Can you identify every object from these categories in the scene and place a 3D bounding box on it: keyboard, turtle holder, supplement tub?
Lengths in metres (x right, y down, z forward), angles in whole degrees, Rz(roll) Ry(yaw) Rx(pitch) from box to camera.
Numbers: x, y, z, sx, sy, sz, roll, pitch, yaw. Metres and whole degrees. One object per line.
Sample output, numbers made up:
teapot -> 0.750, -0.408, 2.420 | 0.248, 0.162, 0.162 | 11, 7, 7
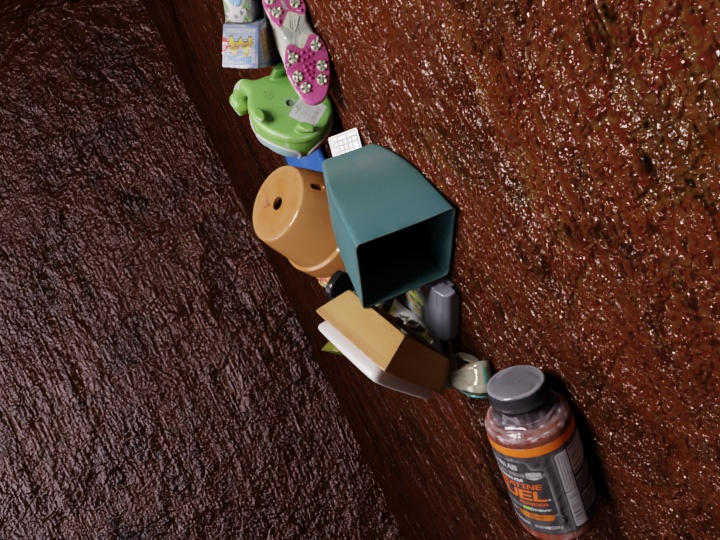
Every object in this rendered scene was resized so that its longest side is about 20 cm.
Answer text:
keyboard -> -0.005, -0.133, 0.868 | 0.056, 0.011, 0.202 | -13, 93, 32
turtle holder -> -0.142, -0.270, 0.920 | 0.132, 0.184, 0.142 | 107, 160, -71
supplement tub -> 0.218, 0.220, 0.635 | 0.201, 0.106, 0.107 | 68, 165, -14

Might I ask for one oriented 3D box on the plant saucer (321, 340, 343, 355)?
plant saucer -> 0.022, 0.182, 1.186 | 0.200, 0.198, 0.048 | 146, 137, -75

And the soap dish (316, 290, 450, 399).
soap dish -> 0.043, 0.116, 0.799 | 0.157, 0.082, 0.200 | 37, -179, 39

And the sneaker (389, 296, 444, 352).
sneaker -> 0.084, 0.080, 0.954 | 0.200, 0.085, 0.075 | 44, 128, 5

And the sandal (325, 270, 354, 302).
sandal -> -0.028, 0.067, 0.982 | 0.045, 0.075, 0.201 | 17, 149, 32

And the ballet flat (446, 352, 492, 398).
ballet flat -> 0.163, 0.166, 0.857 | 0.200, 0.067, 0.063 | 164, 103, -70

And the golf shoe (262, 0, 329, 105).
golf shoe -> -0.100, -0.363, 0.849 | 0.092, 0.075, 0.202 | 160, 92, -84

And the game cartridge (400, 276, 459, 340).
game cartridge -> 0.095, 0.020, 0.868 | 0.200, 0.041, 0.134 | 51, 165, 40

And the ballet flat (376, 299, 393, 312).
ballet flat -> 0.011, 0.073, 0.899 | 0.068, 0.068, 0.201 | 31, 124, 16

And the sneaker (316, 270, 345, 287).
sneaker -> -0.066, 0.018, 1.211 | 0.200, 0.089, 0.079 | 174, 109, -87

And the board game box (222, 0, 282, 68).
board game box -> -0.183, -0.420, 0.859 | 0.201, 0.061, 0.201 | -86, -4, -52

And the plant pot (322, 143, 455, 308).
plant pot -> 0.024, -0.082, 0.754 | 0.142, 0.140, 0.201 | 83, 162, -51

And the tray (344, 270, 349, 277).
tray -> 0.000, 0.000, 1.032 | 0.037, 0.099, 0.200 | 32, 162, 4

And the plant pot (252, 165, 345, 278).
plant pot -> -0.100, -0.099, 0.935 | 0.139, 0.201, 0.200 | 19, -156, -46

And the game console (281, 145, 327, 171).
game console -> -0.127, -0.300, 1.130 | 0.170, 0.118, 0.201 | -1, 119, 39
